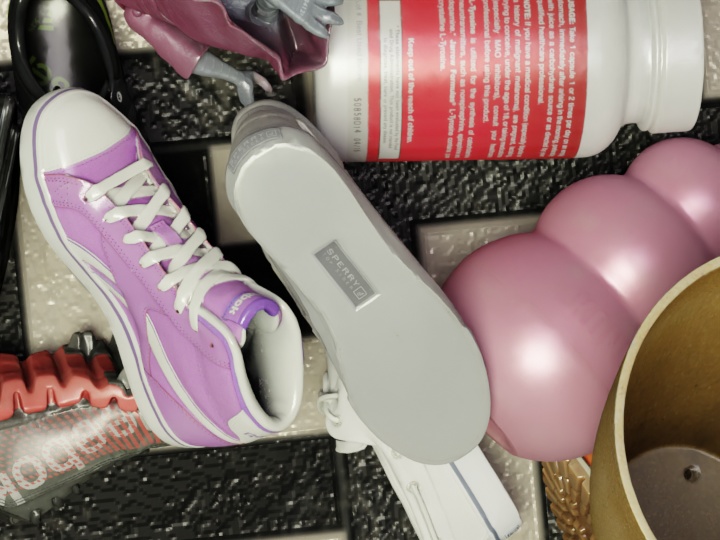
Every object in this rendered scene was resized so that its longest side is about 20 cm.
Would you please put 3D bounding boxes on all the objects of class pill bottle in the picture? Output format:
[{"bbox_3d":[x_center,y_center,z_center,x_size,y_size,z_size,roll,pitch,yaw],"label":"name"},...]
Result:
[{"bbox_3d":[0.075,-0.114,1.039,0.200,0.112,0.112,-1,93,-2],"label":"pill bottle"}]

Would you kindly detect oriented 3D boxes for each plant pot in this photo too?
[{"bbox_3d":[0.185,0.108,0.951,0.186,0.200,0.187,3,70,-9],"label":"plant pot"}]

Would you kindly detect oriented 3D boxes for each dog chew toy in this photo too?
[{"bbox_3d":[0.132,0.007,1.048,0.200,0.125,0.125,-42,94,-7],"label":"dog chew toy"}]

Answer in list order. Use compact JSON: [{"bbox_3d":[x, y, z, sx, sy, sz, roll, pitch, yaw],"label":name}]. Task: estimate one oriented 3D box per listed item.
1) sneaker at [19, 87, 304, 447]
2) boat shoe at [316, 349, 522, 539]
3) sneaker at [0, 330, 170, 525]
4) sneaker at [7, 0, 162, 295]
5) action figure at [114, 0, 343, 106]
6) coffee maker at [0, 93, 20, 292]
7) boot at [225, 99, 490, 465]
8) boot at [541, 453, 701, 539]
[{"bbox_3d":[-0.088,-0.007,0.975,0.073,0.114,0.201,-36,105,-33],"label":"sneaker"},{"bbox_3d":[0.010,0.074,1.066,0.065,0.074,0.200,-34,93,-4],"label":"boat shoe"},{"bbox_3d":[-0.161,0.087,1.064,0.200,0.071,0.098,-3,110,-12],"label":"sneaker"},{"bbox_3d":[-0.150,-0.071,1.047,0.072,0.083,0.200,-19,94,-1],"label":"sneaker"},{"bbox_3d":[-0.091,-0.144,0.993,0.149,0.200,0.134,-3,97,-29],"label":"action figure"},{"bbox_3d":[-0.278,-0.054,1.013,0.200,0.135,0.192,7,81,-8],"label":"coffee maker"},{"bbox_3d":[0.000,0.000,0.994,0.074,0.096,0.200,-28,111,7],"label":"boot"},{"bbox_3d":[0.188,0.157,1.087,0.107,0.075,0.200,-40,89,-18],"label":"boot"}]
